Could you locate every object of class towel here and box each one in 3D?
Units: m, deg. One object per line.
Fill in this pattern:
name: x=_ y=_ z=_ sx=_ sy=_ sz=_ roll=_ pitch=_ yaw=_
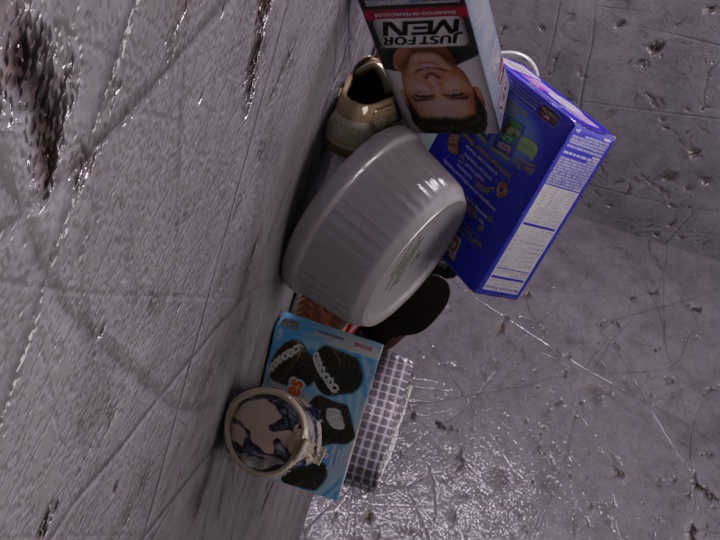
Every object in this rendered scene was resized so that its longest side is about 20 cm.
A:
towel: x=-0.022 y=0.187 z=1.415 sx=0.086 sy=0.164 sz=0.202 roll=87 pitch=20 yaw=-63

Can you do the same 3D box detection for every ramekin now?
ramekin: x=0.021 y=-0.035 z=1.014 sx=0.202 sy=0.094 sz=0.203 roll=-46 pitch=165 yaw=-17

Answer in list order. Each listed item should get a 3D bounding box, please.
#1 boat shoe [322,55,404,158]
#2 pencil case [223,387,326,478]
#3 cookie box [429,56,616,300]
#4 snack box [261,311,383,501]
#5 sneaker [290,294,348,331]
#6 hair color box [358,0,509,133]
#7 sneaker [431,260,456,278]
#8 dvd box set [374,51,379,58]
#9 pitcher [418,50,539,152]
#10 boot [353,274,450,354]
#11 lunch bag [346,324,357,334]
boat shoe: x=0.017 y=-0.182 z=1.040 sx=0.200 sy=0.071 sz=0.065 roll=-58 pitch=167 yaw=-55
pencil case: x=-0.079 y=0.156 z=0.989 sx=0.200 sy=0.088 sz=0.079 roll=77 pitch=31 yaw=-81
cookie box: x=0.146 y=-0.100 z=1.077 sx=0.201 sy=0.075 sz=0.171 roll=-61 pitch=-139 yaw=22
snack box: x=-0.054 y=0.152 z=1.123 sx=0.037 sy=0.115 sz=0.202 roll=-65 pitch=171 yaw=-60
sneaker: x=-0.054 y=0.074 z=1.196 sx=0.080 sy=0.071 sz=0.202 roll=-83 pitch=-165 yaw=-85
hair color box: x=0.072 y=-0.212 z=0.957 sx=0.201 sy=0.098 sz=0.061 roll=61 pitch=37 yaw=-54
sneaker: x=0.066 y=-0.042 z=1.446 sx=0.076 sy=0.197 sz=0.080 roll=109 pitch=-8 yaw=-68
dvd box set: x=0.066 y=-0.206 z=1.271 sx=0.145 sy=0.029 sz=0.202 roll=4 pitch=109 yaw=-42
pitcher: x=0.096 y=-0.183 z=1.177 sx=0.202 sy=0.170 sz=0.121 roll=-64 pitch=173 yaw=3
boot: x=0.067 y=0.038 z=1.378 sx=0.186 sy=0.064 sz=0.200 roll=-38 pitch=-177 yaw=26
lunch bag: x=0.000 y=0.000 z=1.312 sx=0.200 sy=0.082 sz=0.177 roll=-53 pitch=175 yaw=-37
